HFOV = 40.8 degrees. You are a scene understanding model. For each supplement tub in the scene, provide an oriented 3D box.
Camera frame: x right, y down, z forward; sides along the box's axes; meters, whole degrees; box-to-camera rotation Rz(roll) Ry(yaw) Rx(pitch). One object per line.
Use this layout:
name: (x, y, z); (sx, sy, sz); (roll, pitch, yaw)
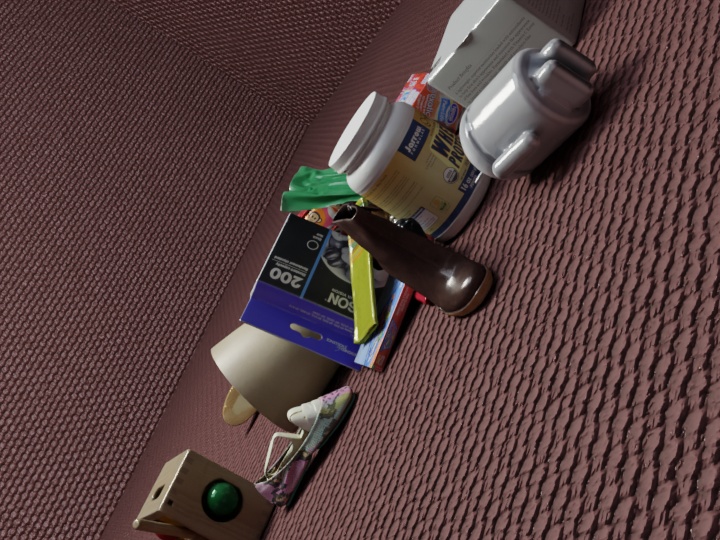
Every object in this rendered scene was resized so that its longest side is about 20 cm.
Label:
supplement tub: (0.070, -0.147, 1.363); (0.145, 0.200, 0.145); (-55, 13, 19)

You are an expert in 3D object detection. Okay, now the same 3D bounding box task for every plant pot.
plant pot: (-0.099, 0.120, 1.530); (0.200, 0.187, 0.187); (-44, 13, 2)

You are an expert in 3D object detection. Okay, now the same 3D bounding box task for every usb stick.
usb stick: (0.046, -0.035, 1.360); (0.033, 0.056, 0.200); (-40, 4, -17)

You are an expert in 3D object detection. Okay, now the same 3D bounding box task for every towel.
towel: (0.000, 0.000, 1.401); (0.086, 0.018, 0.201); (120, 149, -61)

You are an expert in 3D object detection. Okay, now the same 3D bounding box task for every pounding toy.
pounding toy: (-0.245, 0.366, 1.440); (0.200, 0.184, 0.143); (-38, 24, 59)

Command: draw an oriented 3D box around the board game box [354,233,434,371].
board game box: (0.047, 0.044, 1.373); (0.103, 0.019, 0.201); (175, 118, -78)

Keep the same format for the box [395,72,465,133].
box: (0.123, -0.291, 1.752); (0.100, 0.095, 0.200); (-57, 12, 4)

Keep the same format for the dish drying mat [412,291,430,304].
dish drying mat: (0.087, 0.002, 1.374); (0.077, 0.018, 0.200); (-62, 13, 0)

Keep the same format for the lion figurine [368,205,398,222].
lion figurine: (0.043, -0.053, 1.554); (0.072, 0.123, 0.200); (-29, -22, -29)

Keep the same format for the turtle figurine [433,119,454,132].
turtle figurine: (0.058, -0.174, 1.573); (0.194, 0.199, 0.145); (22, -124, -75)

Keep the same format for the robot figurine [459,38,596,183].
robot figurine: (0.194, -0.184, 1.157); (0.200, 0.113, 0.170); (-45, 17, 49)

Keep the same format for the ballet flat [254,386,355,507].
ballet flat: (-0.086, 0.240, 1.369); (0.200, 0.071, 0.069); (-58, 11, 5)

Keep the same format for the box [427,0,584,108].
box: (0.221, -0.362, 1.442); (0.199, 0.130, 0.200); (-46, 18, 46)

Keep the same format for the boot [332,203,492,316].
boot: (0.056, -0.018, 1.169); (0.073, 0.166, 0.200); (-59, 20, -4)

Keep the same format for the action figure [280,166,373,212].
action figure: (-0.014, -0.125, 1.504); (0.118, 0.199, 0.055); (-73, -26, -42)

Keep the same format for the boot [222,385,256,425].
boot: (-0.227, 0.240, 1.986); (0.202, 0.071, 0.144); (-61, 6, -24)

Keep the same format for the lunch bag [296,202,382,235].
lunch bag: (-0.046, -0.070, 1.654); (0.176, 0.082, 0.200); (-50, -15, -3)

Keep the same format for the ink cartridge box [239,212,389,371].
ink cartridge box: (-0.055, 0.028, 1.458); (0.043, 0.197, 0.200); (114, 178, -54)
